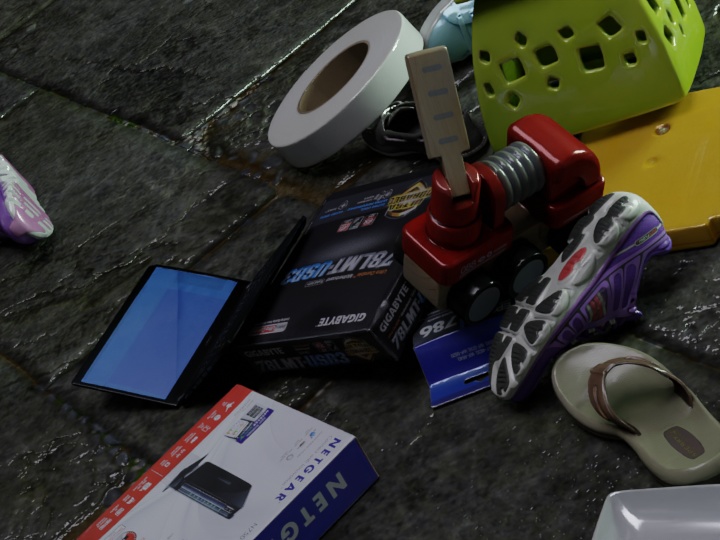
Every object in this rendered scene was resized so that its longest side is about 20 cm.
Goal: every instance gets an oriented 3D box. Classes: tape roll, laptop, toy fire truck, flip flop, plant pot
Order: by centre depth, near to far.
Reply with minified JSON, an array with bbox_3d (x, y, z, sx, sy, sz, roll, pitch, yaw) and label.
[{"bbox_3d":[0.209,0.099,1.366,0.081,0.058,0.200,-34,31,-6],"label":"flip flop"},{"bbox_3d":[0.107,-0.087,1.494,0.175,0.201,0.129,-30,54,-24],"label":"toy fire truck"},{"bbox_3d":[0.202,-0.249,1.724,0.199,0.182,0.199,-14,21,22],"label":"plant pot"},{"bbox_3d":[-0.163,0.030,1.732,0.200,0.103,0.178,-49,10,49],"label":"laptop"},{"bbox_3d":[-0.017,-0.197,1.958,0.202,0.037,0.203,-38,24,20],"label":"tape roll"}]

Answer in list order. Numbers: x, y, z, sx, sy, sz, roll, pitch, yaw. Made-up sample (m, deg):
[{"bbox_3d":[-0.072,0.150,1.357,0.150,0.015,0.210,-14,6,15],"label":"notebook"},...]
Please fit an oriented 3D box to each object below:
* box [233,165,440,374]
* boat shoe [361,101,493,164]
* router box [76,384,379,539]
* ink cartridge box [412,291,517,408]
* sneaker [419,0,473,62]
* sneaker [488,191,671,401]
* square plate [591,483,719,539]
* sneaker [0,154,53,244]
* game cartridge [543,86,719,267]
[{"bbox_3d":[0.000,0.000,1.651,0.199,0.050,0.199,-10,40,50],"label":"box"},{"bbox_3d":[0.061,-0.150,1.856,0.067,0.057,0.200,-42,33,-19],"label":"boat shoe"},{"bbox_3d":[-0.112,0.197,1.507,0.200,0.049,0.179,-44,33,-22],"label":"router box"},{"bbox_3d":[0.095,0.030,1.584,0.099,0.039,0.201,-22,32,13],"label":"ink cartridge box"},{"bbox_3d":[0.155,-0.280,1.950,0.199,0.074,0.082,-33,28,-2],"label":"sneaker"},{"bbox_3d":[0.183,0.032,1.477,0.200,0.083,0.081,-50,18,-3],"label":"sneaker"},{"bbox_3d":[0.232,0.221,1.199,0.197,0.029,0.200,-9,37,33],"label":"square plate"},{"bbox_3d":[-0.423,-0.065,2.138,0.088,0.081,0.200,-39,26,-2],"label":"sneaker"},{"bbox_3d":[0.265,-0.085,1.619,0.175,0.033,0.201,-9,39,32],"label":"game cartridge"}]
